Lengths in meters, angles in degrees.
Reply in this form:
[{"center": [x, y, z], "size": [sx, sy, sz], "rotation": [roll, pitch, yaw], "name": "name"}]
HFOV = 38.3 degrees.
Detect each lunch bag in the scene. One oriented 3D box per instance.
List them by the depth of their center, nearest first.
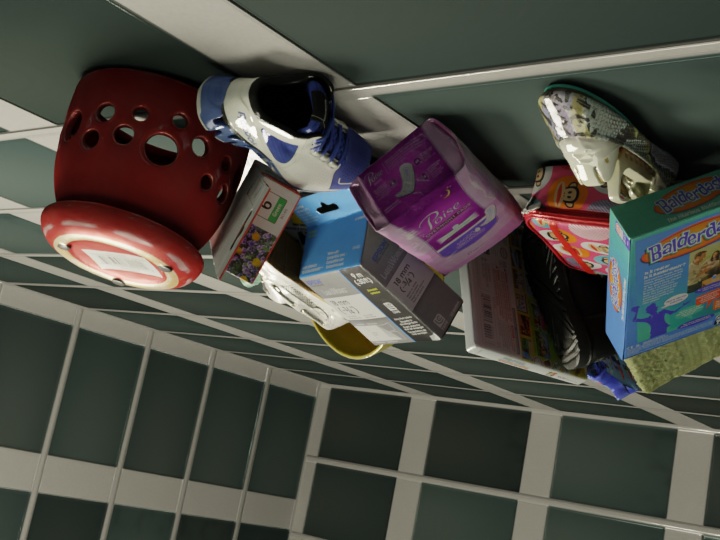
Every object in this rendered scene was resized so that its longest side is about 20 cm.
[{"center": [0.264, -0.053, 1.134], "size": [0.175, 0.082, 0.200], "rotation": [9, 167, 31], "name": "lunch bag"}, {"center": [0.317, 0.102, 1.485], "size": [0.094, 0.201, 0.150], "rotation": [-38, 149, 15], "name": "lunch bag"}]

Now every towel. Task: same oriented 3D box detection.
[{"center": [0.367, 0.070, 1.196], "size": [0.148, 0.037, 0.200], "rotation": [-32, 145, 11], "name": "towel"}]

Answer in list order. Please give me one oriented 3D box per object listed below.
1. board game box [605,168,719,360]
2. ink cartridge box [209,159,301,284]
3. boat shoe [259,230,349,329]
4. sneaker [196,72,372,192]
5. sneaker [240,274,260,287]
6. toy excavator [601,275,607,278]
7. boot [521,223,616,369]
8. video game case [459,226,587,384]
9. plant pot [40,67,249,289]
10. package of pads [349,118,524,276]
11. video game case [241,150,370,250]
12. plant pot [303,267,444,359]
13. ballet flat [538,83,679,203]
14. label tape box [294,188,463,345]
[{"center": [0.319, -0.007, 1.016], "size": [0.151, 0.045, 0.200], "rotation": [-19, 141, -4], "name": "board game box"}, {"center": [-0.111, -0.048, 1.103], "size": [0.050, 0.109, 0.200], "rotation": [28, -173, -16], "name": "ink cartridge box"}, {"center": [-0.092, 0.010, 1.268], "size": [0.200, 0.071, 0.069], "rotation": [40, 127, -18], "name": "boat shoe"}, {"center": [-0.053, -0.136, 1.022], "size": [0.199, 0.081, 0.115], "rotation": [23, 166, -39], "name": "sneaker"}, {"center": [-0.098, -0.013, 1.384], "size": [0.074, 0.119, 0.200], "rotation": [31, -179, -43], "name": "sneaker"}, {"center": [0.398, 0.049, 1.443], "size": [0.099, 0.200, 0.195], "rotation": [7, 123, 22], "name": "toy excavator"}, {"center": [0.301, 0.016, 1.279], "size": [0.167, 0.201, 0.076], "rotation": [-11, 163, -22], "name": "boot"}, {"center": [0.199, 0.030, 1.291], "size": [0.181, 0.201, 0.023], "rotation": [18, 143, -29], "name": "video game case"}, {"center": [-0.235, -0.090, 1.113], "size": [0.199, 0.183, 0.201], "rotation": [13, 158, 5], "name": "plant pot"}, {"center": [0.087, -0.071, 1.100], "size": [0.120, 0.076, 0.200], "rotation": [-38, 152, 12], "name": "package of pads"}, {"center": [-0.068, -0.080, 1.237], "size": [0.199, 0.022, 0.183], "rotation": [6, 137, 23], "name": "video game case"}, {"center": [0.033, 0.010, 1.436], "size": [0.141, 0.201, 0.200], "rotation": [-12, -175, -39], "name": "plant pot"}, {"center": [0.229, -0.102, 0.945], "size": [0.072, 0.072, 0.200], "rotation": [-1, 163, 46], "name": "ballet flat"}, {"center": [0.000, 0.000, 1.193], "size": [0.200, 0.063, 0.144], "rotation": [43, 155, -20], "name": "label tape box"}]
